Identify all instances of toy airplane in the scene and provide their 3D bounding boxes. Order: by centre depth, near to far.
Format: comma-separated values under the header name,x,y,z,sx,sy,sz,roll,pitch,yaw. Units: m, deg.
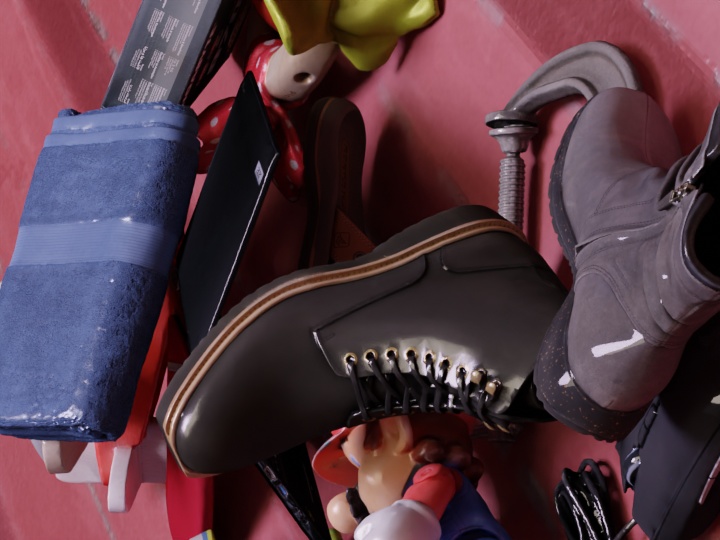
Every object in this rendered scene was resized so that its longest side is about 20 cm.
name,x,y,z,sx,sy,sz,roll,pitch,yaw
toy airplane,-0.166,0.048,1.476,0.200,0.140,0.200,114,174,-71

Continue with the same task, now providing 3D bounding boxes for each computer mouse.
name,x,y,z,sx,sy,sz,roll,pitch,yaw
computer mouse,0.139,0.098,1.017,0.200,0.046,0.141,-51,39,42

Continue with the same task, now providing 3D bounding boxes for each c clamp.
name,x,y,z,sx,sy,sz,roll,pitch,yaw
c clamp,0.085,-0.011,1.166,0.171,0.027,0.201,-3,80,61

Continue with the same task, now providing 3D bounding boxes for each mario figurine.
name,x,y,z,sx,sy,sz,roll,pitch,yaw
mario figurine,0.030,0.135,1.135,0.200,0.105,0.124,-123,31,-41

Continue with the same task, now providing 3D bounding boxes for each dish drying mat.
name,x,y,z,sx,sy,sz,roll,pitch,yaw
dish drying mat,-0.102,0.107,1.405,0.201,0.018,0.077,96,160,-44

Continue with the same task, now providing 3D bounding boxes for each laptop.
name,x,y,z,sx,sy,sz,roll,pitch,yaw
laptop,-0.040,0.020,1.262,0.103,0.200,0.177,-33,19,4

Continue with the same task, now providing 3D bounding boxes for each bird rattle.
name,x,y,z,sx,sy,sz,roll,pitch,yaw
bird rattle,-0.030,-0.144,1.378,0.200,0.112,0.164,116,161,-52

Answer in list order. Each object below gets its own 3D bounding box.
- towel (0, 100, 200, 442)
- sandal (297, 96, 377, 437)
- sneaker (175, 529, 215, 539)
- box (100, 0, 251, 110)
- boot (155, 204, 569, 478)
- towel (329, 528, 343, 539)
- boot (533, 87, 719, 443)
name,x,y,z,sx,sy,sz,roll,pitch,yaw
towel,-0.151,0.002,1.342,0.111,0.048,0.201,-1,66,38
sandal,0.000,0.000,1.288,0.082,0.054,0.201,61,-151,-65
sneaker,-0.130,0.211,1.406,0.200,0.082,0.074,112,141,-60
box,-0.082,-0.196,1.421,0.159,0.046,0.201,-64,-1,-64
boot,0.016,0.050,1.077,0.138,0.200,0.078,40,160,53
towel,-0.028,0.259,1.299,0.144,0.023,0.201,-47,44,47
boot,0.136,-0.033,0.997,0.201,0.069,0.132,-83,20,-43
